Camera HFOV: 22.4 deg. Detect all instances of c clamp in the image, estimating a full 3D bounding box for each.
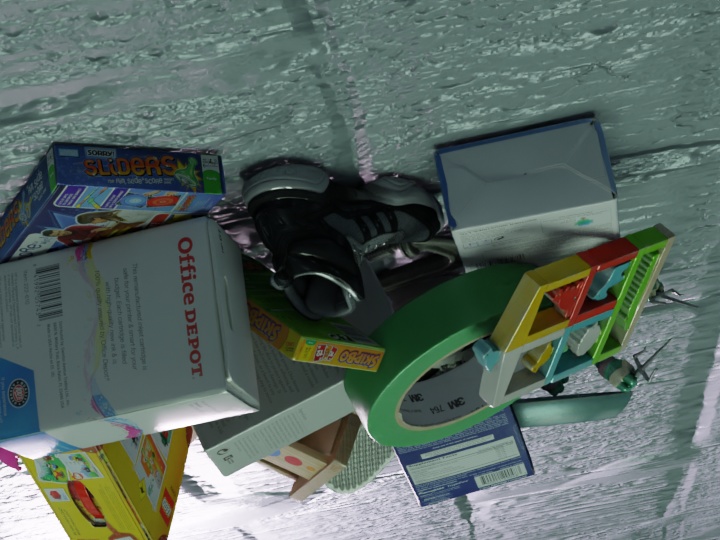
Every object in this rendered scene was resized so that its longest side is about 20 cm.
[{"bbox_3d":[0.000,0.000,1.647,0.200,0.027,0.171,-17,159,23],"label":"c clamp"}]

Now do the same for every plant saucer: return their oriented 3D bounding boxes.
[{"bbox_3d":[0.178,0.143,1.847,0.200,0.028,0.200,-4,177,0],"label":"plant saucer"}]

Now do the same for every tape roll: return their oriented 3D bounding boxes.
[{"bbox_3d":[0.085,0.074,1.541,0.200,0.048,0.201,-24,153,-13],"label":"tape roll"}]

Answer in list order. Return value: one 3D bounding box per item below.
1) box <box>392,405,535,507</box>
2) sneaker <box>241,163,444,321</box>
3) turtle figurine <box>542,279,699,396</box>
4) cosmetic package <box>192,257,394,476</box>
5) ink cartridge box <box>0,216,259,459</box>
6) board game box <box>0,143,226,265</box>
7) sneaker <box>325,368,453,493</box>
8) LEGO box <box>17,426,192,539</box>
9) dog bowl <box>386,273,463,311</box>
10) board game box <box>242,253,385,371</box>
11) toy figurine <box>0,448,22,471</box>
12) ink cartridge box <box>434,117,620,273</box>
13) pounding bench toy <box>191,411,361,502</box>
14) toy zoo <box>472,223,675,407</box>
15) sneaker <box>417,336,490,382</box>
[{"bbox_3d":[0.091,0.156,1.728,0.121,0.032,0.200,-16,146,5],"label":"box"},{"bbox_3d":[-0.007,-0.015,1.465,0.200,0.114,0.075,8,155,-41],"label":"sneaker"},{"bbox_3d":[0.246,0.048,1.799,0.101,0.150,0.200,43,145,-10],"label":"turtle figurine"},{"bbox_3d":[-0.058,0.085,1.588,0.200,0.102,0.071,-27,152,-1],"label":"cosmetic package"},{"bbox_3d":[-0.188,0.054,1.419,0.199,0.145,0.085,-13,160,13],"label":"ink cartridge box"},{"bbox_3d":[-0.205,-0.038,1.424,0.135,0.035,0.200,2,158,-28],"label":"board game box"},{"bbox_3d":[0.036,0.127,1.814,0.200,0.073,0.114,-35,-163,12],"label":"sneaker"},{"bbox_3d":[-0.220,0.141,1.577,0.077,0.149,0.200,-2,139,14],"label":"LEGO box"},{"bbox_3d":[0.080,0.059,1.807,0.199,0.059,0.200,-8,160,-3],"label":"dog bowl"},{"bbox_3d":[-0.076,0.026,1.497,0.095,0.200,0.030,11,108,-45],"label":"board game box"},{"bbox_3d":[-0.281,0.147,1.817,0.184,0.150,0.200,21,124,-40],"label":"toy figurine"},{"bbox_3d":[0.143,-0.046,1.508,0.136,0.077,0.200,-11,160,6],"label":"ink cartridge box"},{"bbox_3d":[-0.072,0.106,1.702,0.156,0.124,0.200,27,150,-11],"label":"pounding bench toy"},{"bbox_3d":[0.168,0.040,1.488,0.200,0.020,0.131,-18,139,-40],"label":"toy zoo"},{"bbox_3d":[0.109,0.061,1.660,0.200,0.089,0.074,-46,175,22],"label":"sneaker"}]
